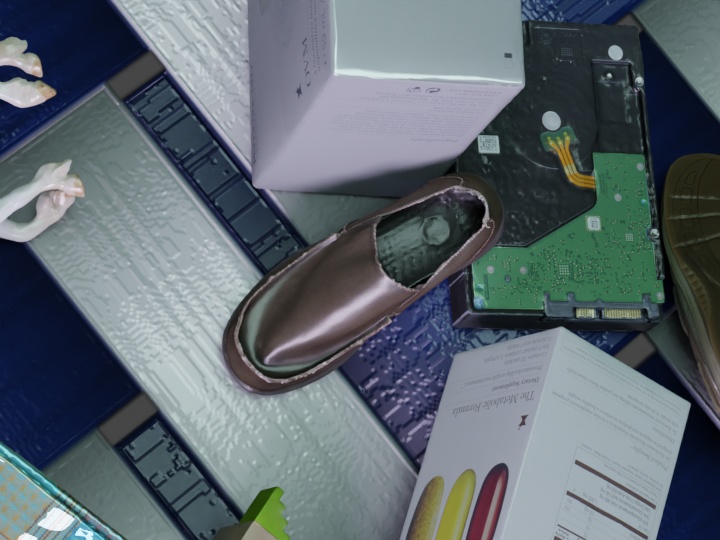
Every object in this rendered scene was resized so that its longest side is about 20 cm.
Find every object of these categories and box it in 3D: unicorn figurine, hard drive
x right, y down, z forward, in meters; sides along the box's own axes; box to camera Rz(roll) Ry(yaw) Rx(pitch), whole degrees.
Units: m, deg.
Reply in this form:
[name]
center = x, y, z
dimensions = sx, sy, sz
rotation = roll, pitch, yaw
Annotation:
[unicorn figurine]
center = -0.235, -0.049, 1.655
dimensions = 0.137, 0.074, 0.201
rotation = -19, 86, -13
[hard drive]
center = 0.119, -0.061, 1.792
dimensions = 0.139, 0.038, 0.201
rotation = 1, 72, -17

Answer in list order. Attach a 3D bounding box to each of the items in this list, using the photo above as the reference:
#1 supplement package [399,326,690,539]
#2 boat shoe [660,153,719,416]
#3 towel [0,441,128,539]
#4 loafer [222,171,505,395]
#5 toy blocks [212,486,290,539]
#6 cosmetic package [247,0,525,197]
[supplement package]
center = 0.101, 0.153, 1.660
dimensions = 0.109, 0.114, 0.201
rotation = 29, 64, -26
[boat shoe]
center = 0.231, 0.016, 1.789
dimensions = 0.072, 0.065, 0.201
rotation = -5, 56, -11
[towel]
center = -0.223, 0.174, 1.588
dimensions = 0.200, 0.022, 0.147
rotation = 39, 87, -3
[loafer]
center = 0.000, 0.000, 1.697
dimensions = 0.200, 0.071, 0.073
rotation = -37, 85, -6
[toy blocks]
center = -0.060, 0.247, 1.613
dimensions = 0.137, 0.100, 0.200
rotation = 40, 65, -15
[cosmetic package]
center = 0.009, -0.172, 1.703
dimensions = 0.122, 0.200, 0.201
rotation = 2, 71, -14
